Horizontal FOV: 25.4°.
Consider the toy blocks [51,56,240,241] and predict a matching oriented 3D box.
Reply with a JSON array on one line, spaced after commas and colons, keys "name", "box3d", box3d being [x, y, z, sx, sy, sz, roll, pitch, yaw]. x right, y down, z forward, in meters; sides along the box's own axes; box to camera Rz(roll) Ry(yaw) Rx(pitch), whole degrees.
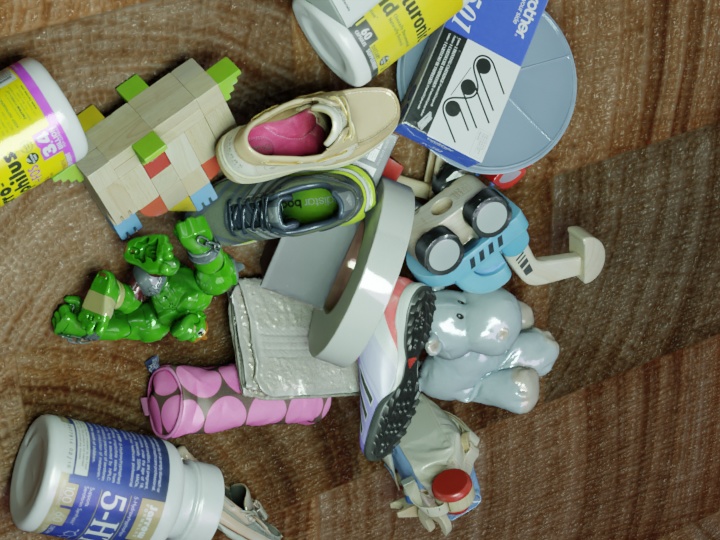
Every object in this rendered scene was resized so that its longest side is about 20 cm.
[{"name": "toy blocks", "box3d": [-0.189, -0.106, 1.545, 0.200, 0.100, 0.137, -37, 143, -10]}]

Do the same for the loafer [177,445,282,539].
[{"name": "loafer", "box3d": [-0.151, 0.261, 1.801, 0.200, 0.072, 0.063, 36, 87, -39]}]

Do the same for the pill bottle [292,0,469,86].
[{"name": "pill bottle", "box3d": [0.041, -0.281, 1.571, 0.200, 0.111, 0.111, -39, 132, -9]}]

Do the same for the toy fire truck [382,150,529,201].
[{"name": "toy fire truck", "box3d": [0.093, -0.125, 1.743, 0.200, 0.049, 0.141, 32, 97, -42]}]

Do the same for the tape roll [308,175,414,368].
[{"name": "tape roll", "box3d": [0.000, 0.000, 1.640, 0.037, 0.203, 0.203, 20, 107, -12]}]

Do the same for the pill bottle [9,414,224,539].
[{"name": "pill bottle", "box3d": [-0.248, 0.226, 1.652, 0.199, 0.120, 0.120, 16, 108, -27]}]

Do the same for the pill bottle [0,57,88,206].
[{"name": "pill bottle", "box3d": [-0.350, -0.098, 1.419, 0.200, 0.104, 0.104, -33, 131, -13]}]

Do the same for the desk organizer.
[{"name": "desk organizer", "box3d": [-0.037, -0.071, 1.654, 0.072, 0.077, 0.200, 20, 106, -13]}]

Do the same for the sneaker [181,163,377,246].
[{"name": "sneaker", "box3d": [-0.088, -0.063, 1.575, 0.199, 0.081, 0.074, -12, 97, 16]}]

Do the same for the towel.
[{"name": "towel", "box3d": [-0.049, 0.072, 1.726, 0.199, 0.034, 0.133, -1, 74, -35]}]

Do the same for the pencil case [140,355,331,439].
[{"name": "pencil case", "box3d": [-0.132, 0.134, 1.724, 0.199, 0.094, 0.091, 0, 72, -34]}]

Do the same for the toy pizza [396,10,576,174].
[{"name": "toy pizza", "box3d": [0.131, -0.200, 1.682, 0.199, 0.032, 0.201, 1, 86, -15]}]

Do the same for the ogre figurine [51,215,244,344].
[{"name": "ogre figurine", "box3d": [-0.199, 0.017, 1.595, 0.200, 0.098, 0.120, -51, 143, 14]}]

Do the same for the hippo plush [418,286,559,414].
[{"name": "hippo plush", "box3d": [0.117, 0.063, 1.800, 0.199, 0.160, 0.161, -4, 140, 14]}]

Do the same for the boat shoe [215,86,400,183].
[{"name": "boat shoe", "box3d": [-0.038, -0.134, 1.533, 0.200, 0.069, 0.074, -23, 88, -27]}]

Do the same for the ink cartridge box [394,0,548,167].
[{"name": "ink cartridge box", "box3d": [0.114, -0.216, 1.639, 0.094, 0.044, 0.201, 25, 80, -13]}]

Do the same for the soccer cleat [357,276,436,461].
[{"name": "soccer cleat", "box3d": [0.024, 0.103, 1.707, 0.068, 0.073, 0.201, -5, 111, -55]}]

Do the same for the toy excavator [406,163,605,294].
[{"name": "toy excavator", "box3d": [0.152, -0.025, 1.731, 0.194, 0.100, 0.200, -37, 127, -6]}]

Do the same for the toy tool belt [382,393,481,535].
[{"name": "toy tool belt", "box3d": [0.089, 0.241, 1.865, 0.125, 0.200, 0.123, -25, 127, -9]}]

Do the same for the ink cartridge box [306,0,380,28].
[{"name": "ink cartridge box", "box3d": [0.012, -0.338, 1.493, 0.200, 0.146, 0.084, -41, 131, -8]}]
